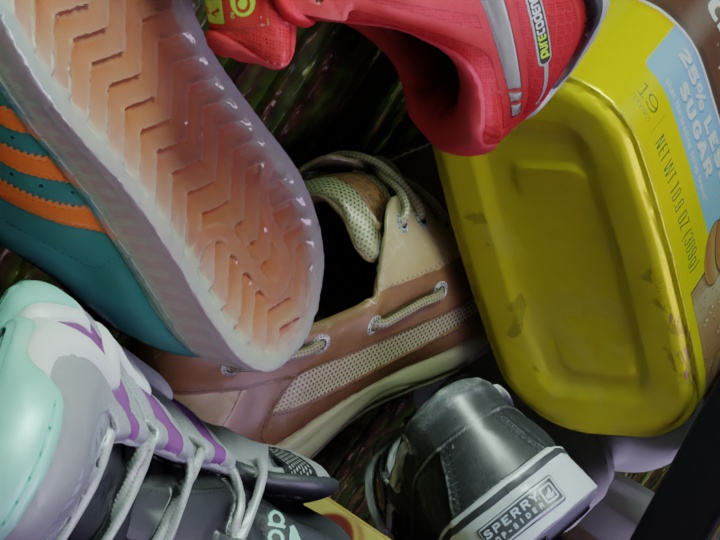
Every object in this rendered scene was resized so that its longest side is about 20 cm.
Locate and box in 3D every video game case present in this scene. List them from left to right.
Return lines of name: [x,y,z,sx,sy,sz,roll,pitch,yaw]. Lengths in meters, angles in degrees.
video game case: [0.153,0.028,0.838,0.181,0.025,0.200,-46,164,-43]

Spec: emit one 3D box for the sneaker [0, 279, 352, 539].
sneaker: [-0.045,0.065,0.627,0.078,0.139,0.200,-61,-176,0]

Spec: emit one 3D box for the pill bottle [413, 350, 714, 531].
pill bottle: [0.116,0.008,0.967,0.200,0.112,0.112,-45,153,-24]

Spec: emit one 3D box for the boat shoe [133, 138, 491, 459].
boat shoe: [0.000,0.000,0.792,0.200,0.075,0.074,-39,147,-35]

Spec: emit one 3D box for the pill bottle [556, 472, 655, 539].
pill bottle: [0.083,0.196,1.129,0.201,0.119,0.120,-59,155,8]

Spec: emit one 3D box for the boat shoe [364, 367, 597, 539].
boat shoe: [0.036,0.078,0.850,0.073,0.068,0.199,-36,170,-3]

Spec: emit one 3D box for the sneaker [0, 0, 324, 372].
sneaker: [-0.082,-0.050,0.591,0.072,0.080,0.201,-60,140,-36]

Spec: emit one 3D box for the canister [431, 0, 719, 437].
canister: [0.110,-0.056,0.821,0.200,0.086,0.149,-49,131,-44]

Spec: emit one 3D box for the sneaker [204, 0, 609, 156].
sneaker: [-0.017,-0.091,0.547,0.200,0.077,0.085,35,84,-33]

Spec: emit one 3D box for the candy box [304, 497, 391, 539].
candy box: [0.016,0.137,0.812,0.057,0.200,0.117,-51,141,-13]
